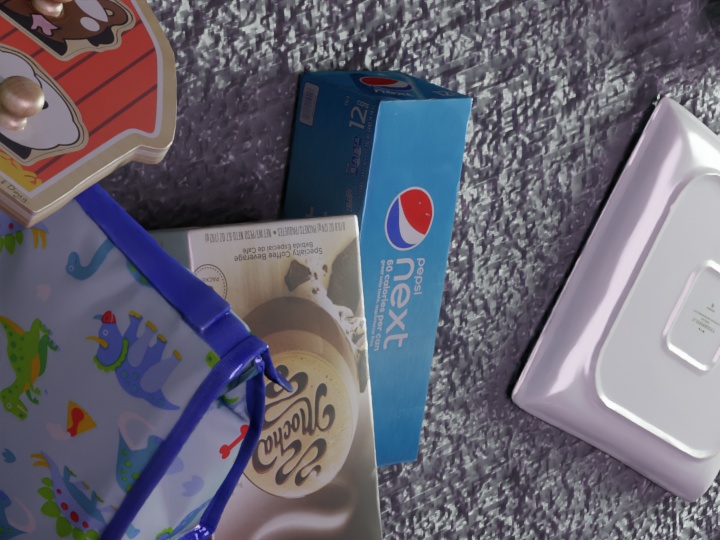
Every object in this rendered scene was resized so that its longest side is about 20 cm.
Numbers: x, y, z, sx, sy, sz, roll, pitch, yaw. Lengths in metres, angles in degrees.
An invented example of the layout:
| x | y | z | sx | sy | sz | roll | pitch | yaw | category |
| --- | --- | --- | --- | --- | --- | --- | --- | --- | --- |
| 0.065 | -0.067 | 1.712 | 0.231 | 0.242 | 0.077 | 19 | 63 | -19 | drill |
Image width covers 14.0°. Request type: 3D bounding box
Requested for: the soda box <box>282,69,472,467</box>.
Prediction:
| x | y | z | sx | sy | sz | roll | pitch | yaw | category |
| --- | --- | --- | --- | --- | --- | --- | --- | --- | --- |
| 0.000 | 0.000 | 1.531 | 0.068 | 0.064 | 0.201 | -5 | 111 | -42 | soda box |

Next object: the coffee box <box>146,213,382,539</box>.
| x | y | z | sx | sy | sz | roll | pitch | yaw | category |
| --- | --- | --- | --- | --- | --- | --- | --- | --- | --- |
| -0.058 | 0.077 | 1.459 | 0.113 | 0.080 | 0.201 | -7 | 93 | -41 | coffee box |

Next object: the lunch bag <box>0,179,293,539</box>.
| x | y | z | sx | sy | sz | roll | pitch | yaw | category |
| --- | --- | --- | --- | --- | --- | --- | --- | --- | --- |
| -0.127 | 0.035 | 1.297 | 0.127 | 0.170 | 0.200 | -38 | 163 | -34 | lunch bag |

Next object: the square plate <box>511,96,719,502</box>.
| x | y | z | sx | sy | sz | roll | pitch | yaw | category |
| --- | --- | --- | --- | --- | --- | --- | --- | --- | --- |
| 0.195 | 0.024 | 1.746 | 0.200 | 0.028 | 0.199 | 30 | 86 | -45 | square plate |

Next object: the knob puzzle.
| x | y | z | sx | sy | sz | roll | pitch | yaw | category |
| --- | --- | --- | --- | --- | --- | --- | --- | --- | --- |
| -0.157 | -0.117 | 1.266 | 0.219 | 0.220 | 0.031 | -3 | 137 | -42 | knob puzzle |
